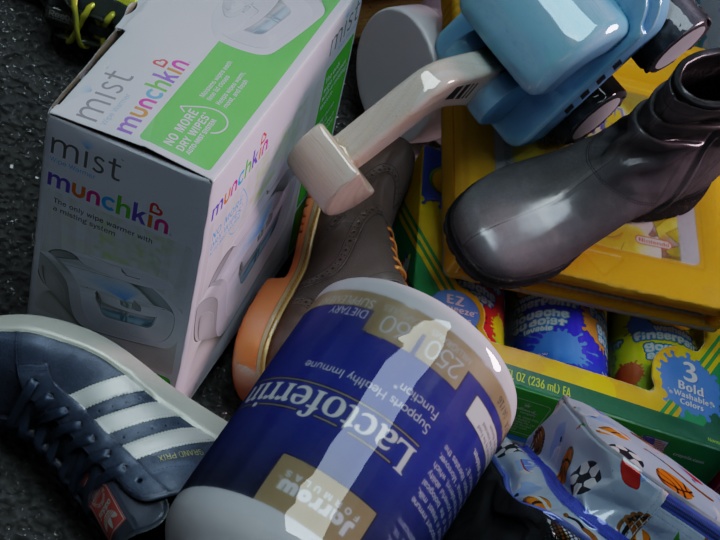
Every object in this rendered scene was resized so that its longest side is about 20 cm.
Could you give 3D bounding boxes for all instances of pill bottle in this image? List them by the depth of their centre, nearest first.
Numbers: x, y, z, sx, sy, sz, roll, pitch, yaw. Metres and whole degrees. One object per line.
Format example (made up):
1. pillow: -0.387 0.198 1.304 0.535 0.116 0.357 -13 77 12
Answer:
1. pill bottle: -0.019 0.110 0.947 0.116 0.116 0.200 33 60 3
2. pill bottle: 0.101 -0.134 1.305 0.200 0.113 0.113 -10 56 -34

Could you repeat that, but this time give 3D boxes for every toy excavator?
1. toy excavator: 0.069 -0.113 1.097 0.100 0.194 0.200 53 26 12

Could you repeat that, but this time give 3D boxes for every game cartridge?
1. game cartridge: 0.131 -0.071 1.190 0.176 0.032 0.200 11 59 -18

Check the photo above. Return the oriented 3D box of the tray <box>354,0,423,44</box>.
1. tray: -0.004 -0.191 1.310 0.200 0.099 0.037 -15 57 -37

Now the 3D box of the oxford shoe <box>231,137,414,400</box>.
1. oxford shoe: 0.000 0.000 1.139 0.073 0.071 0.200 8 53 23

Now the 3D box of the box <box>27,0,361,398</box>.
1. box: -0.089 -0.055 1.079 0.097 0.177 0.200 23 42 9

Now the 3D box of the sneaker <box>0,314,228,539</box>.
1. sneaker: -0.124 0.096 1.005 0.200 0.075 0.085 27 41 -3

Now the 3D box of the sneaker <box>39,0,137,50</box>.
1. sneaker: -0.143 -0.151 1.231 0.085 0.075 0.200 -31 60 -36

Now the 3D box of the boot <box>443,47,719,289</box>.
1. boot: 0.143 -0.067 1.094 0.200 0.132 0.070 -26 75 -34

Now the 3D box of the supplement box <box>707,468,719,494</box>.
1. supplement box: 0.235 0.121 1.148 0.061 0.109 0.200 17 46 -13

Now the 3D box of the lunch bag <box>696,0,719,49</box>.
1. lunch bag: 0.266 -0.156 1.347 0.082 0.200 0.161 1 50 -28

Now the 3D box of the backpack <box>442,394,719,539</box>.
1. backpack: 0.126 0.164 1.005 0.190 0.154 0.200 43 8 -11

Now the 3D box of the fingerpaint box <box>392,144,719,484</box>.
1. fingerpaint box: 0.111 0.033 1.186 0.200 0.073 0.167 18 45 -13
